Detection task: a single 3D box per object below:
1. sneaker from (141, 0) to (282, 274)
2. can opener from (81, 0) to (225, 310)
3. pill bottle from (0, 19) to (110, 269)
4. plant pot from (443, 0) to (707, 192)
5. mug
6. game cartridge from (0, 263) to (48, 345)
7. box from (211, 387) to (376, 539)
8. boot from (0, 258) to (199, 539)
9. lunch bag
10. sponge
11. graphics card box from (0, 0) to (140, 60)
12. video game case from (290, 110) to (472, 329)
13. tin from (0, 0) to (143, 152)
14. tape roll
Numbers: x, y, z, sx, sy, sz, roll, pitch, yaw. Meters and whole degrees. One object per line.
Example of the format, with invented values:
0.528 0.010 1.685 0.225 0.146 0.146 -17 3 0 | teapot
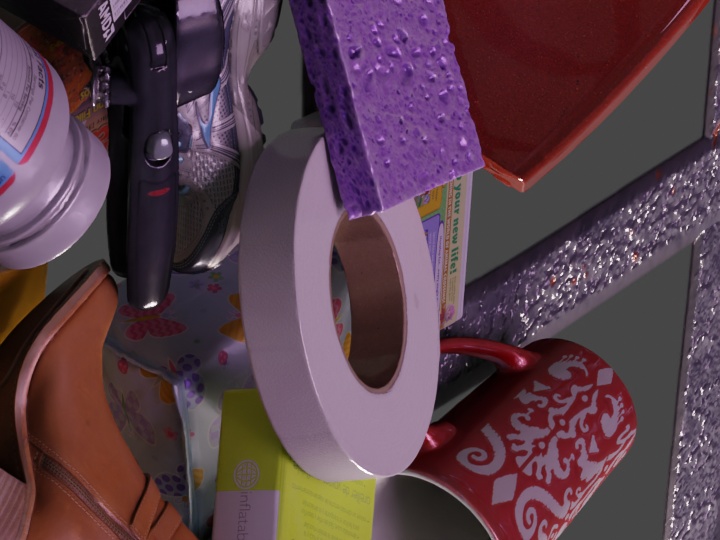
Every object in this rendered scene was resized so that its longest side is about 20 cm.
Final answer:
-0.103 -0.095 1.546 0.086 0.077 0.201 -8 109 -41 | sneaker
-0.111 -0.059 1.480 0.078 0.063 0.201 -4 128 -15 | can opener
-0.213 -0.084 1.372 0.200 0.109 0.109 43 72 -44 | pill bottle
0.088 -0.158 1.690 0.177 0.200 0.200 -56 177 1 | plant pot
0.101 0.126 1.981 0.200 0.133 0.178 -40 140 -42 | mug
-0.248 0.098 1.540 0.176 0.032 0.201 -21 127 -50 | game cartridge
-0.038 0.176 1.579 0.122 0.047 0.201 32 59 -60 | box
-0.137 0.106 1.516 0.155 0.077 0.200 37 50 -17 | boot
-0.080 0.085 1.691 0.169 0.127 0.201 -35 141 -37 | lunch bag
0.008 -0.138 1.560 0.111 0.030 0.201 -22 99 -52 | sponge
-0.131 -0.218 1.428 0.200 0.125 0.051 -55 166 -18 | graphics card box
0.013 -0.030 1.854 0.182 0.022 0.201 -27 129 -46 | video game case
-0.153 -0.110 1.546 0.200 0.042 0.112 -35 131 -42 | tin
-0.009 0.018 1.575 0.203 0.037 0.204 -7 90 -67 | tape roll
